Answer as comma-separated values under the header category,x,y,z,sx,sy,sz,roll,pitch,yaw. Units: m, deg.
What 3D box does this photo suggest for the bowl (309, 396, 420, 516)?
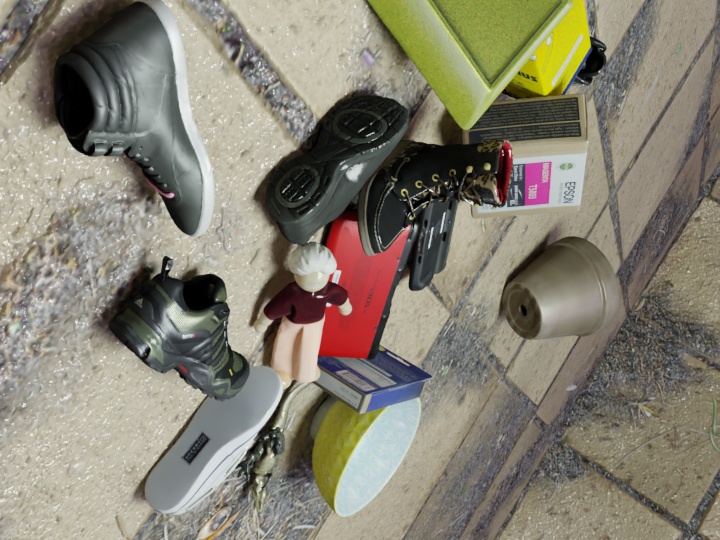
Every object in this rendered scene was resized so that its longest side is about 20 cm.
category,x,y,z,sx,sy,sz,roll,pitch,yaw
bowl,-0.010,0.240,1.166,0.199,0.107,0.203,-39,146,-33

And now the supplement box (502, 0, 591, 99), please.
category,x,y,z,sx,sy,sz,roll,pitch,yaw
supplement box,0.210,-0.306,1.009,0.111,0.108,0.200,-57,152,-4

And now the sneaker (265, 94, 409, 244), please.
category,x,y,z,sx,sy,sz,roll,pitch,yaw
sneaker,-0.024,-0.110,0.863,0.199,0.076,0.091,-43,158,-17

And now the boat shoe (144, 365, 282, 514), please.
category,x,y,z,sx,sy,sz,roll,pitch,yaw
boat shoe,-0.163,0.195,0.920,0.200,0.073,0.066,-43,155,-9

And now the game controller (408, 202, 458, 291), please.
category,x,y,z,sx,sy,sz,roll,pitch,yaw
game controller,0.104,-0.066,1.129,0.104,0.042,0.204,-38,145,-43

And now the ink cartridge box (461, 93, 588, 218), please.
category,x,y,z,sx,sy,sz,roll,pitch,yaw
ink cartridge box,0.225,-0.151,1.099,0.201,0.160,0.077,62,27,-64

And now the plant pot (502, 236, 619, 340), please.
category,x,y,z,sx,sy,sz,roll,pitch,yaw
plant pot,0.380,0.053,1.585,0.170,0.200,0.203,-19,135,-27

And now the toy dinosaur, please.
category,x,y,z,sx,sy,sz,roll,pitch,yaw
toy dinosaur,-0.118,0.230,1.044,0.204,0.047,0.088,-66,166,11

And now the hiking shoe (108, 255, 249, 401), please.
category,x,y,z,sx,sy,sz,roll,pitch,yaw
hiking shoe,-0.152,0.060,0.789,0.102,0.075,0.200,-53,151,-4

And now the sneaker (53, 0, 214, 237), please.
category,x,y,z,sx,sy,sz,roll,pitch,yaw
sneaker,-0.175,-0.097,0.614,0.099,0.070,0.203,-37,139,-33

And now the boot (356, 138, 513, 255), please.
category,x,y,z,sx,sy,sz,roll,pitch,yaw
boot,0.087,-0.090,0.913,0.201,0.147,0.075,-58,141,-49

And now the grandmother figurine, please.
category,x,y,z,sx,sy,sz,roll,pitch,yaw
grandmother figurine,-0.062,0.050,0.923,0.119,0.061,0.203,-19,139,-30

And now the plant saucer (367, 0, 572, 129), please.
category,x,y,z,sx,sy,sz,roll,pitch,yaw
plant saucer,0.129,-0.287,0.833,0.200,0.048,0.200,-49,118,-9

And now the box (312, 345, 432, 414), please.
category,x,y,z,sx,sy,sz,roll,pitch,yaw
box,0.008,0.140,1.085,0.198,0.120,0.033,-1,115,-59

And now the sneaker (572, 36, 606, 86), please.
category,x,y,z,sx,sy,sz,roll,pitch,yaw
sneaker,0.342,-0.321,1.237,0.198,0.087,0.075,3,115,-60

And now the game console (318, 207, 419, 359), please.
category,x,y,z,sx,sy,sz,roll,pitch,yaw
game console,0.000,0.000,1.049,0.168,0.119,0.204,6,115,-26
